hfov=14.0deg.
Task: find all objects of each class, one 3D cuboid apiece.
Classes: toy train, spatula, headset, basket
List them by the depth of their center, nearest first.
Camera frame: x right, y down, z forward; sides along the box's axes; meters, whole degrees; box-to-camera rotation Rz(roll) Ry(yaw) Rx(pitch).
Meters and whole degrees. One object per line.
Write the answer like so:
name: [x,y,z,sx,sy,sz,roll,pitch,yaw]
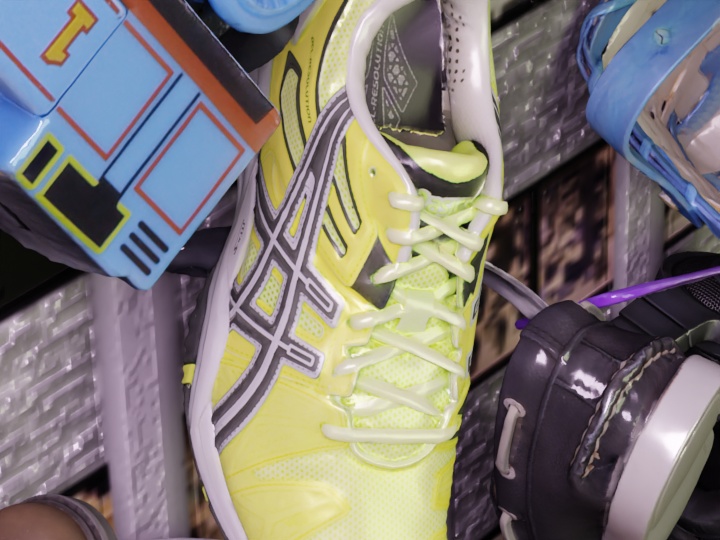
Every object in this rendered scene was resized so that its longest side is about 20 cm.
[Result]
toy train: [-0.080,-0.085,0.666,0.115,0.086,0.200,-54,144,-10]
spatula: [0.025,0.001,0.857,0.199,0.056,0.021,7,75,-32]
basket: [0.155,-0.084,0.921,0.176,0.139,0.200,-46,153,3]
headset: [0.127,0.039,1.052,0.199,0.094,0.124,-28,135,-24]

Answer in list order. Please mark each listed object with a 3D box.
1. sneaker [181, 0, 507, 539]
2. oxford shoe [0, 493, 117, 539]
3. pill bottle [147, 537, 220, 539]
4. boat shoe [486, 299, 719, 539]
sneaker: [0.000,0.000,0.778,0.075,0.076,0.201,0,87,-28]
oxford shoe: [-0.124,0.142,0.738,0.084,0.072,0.201,40,74,-51]
pill bottle: [-0.048,0.187,0.830,0.109,0.109,0.201,-2,110,-54]
boat shoe: [0.069,0.063,0.905,0.074,0.060,0.200,-57,169,-13]
